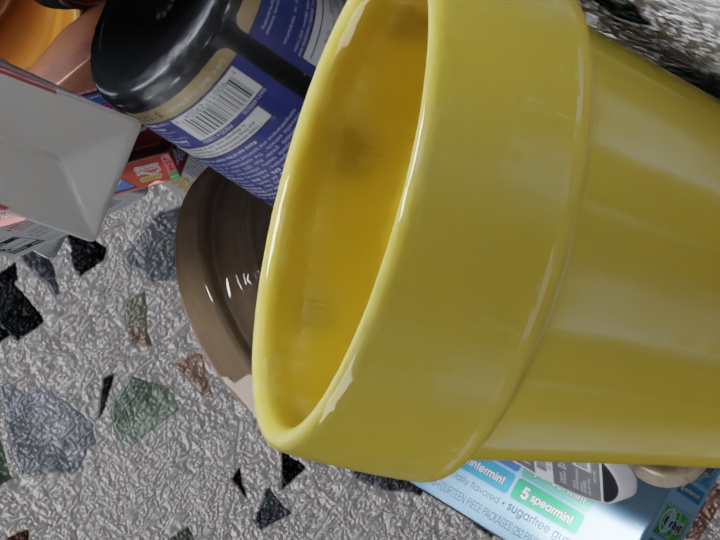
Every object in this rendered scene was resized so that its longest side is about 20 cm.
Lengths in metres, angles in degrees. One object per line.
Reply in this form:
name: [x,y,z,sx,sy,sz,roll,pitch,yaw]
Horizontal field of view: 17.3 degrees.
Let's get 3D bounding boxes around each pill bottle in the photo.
pill bottle: [-0.031,-0.089,1.220,0.199,0.112,0.112,33,176,-33]

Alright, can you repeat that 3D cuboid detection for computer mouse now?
computer mouse: [0.059,0.055,1.205,0.199,0.044,0.110,26,155,19]

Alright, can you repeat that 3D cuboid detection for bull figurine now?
bull figurine: [-0.129,-0.124,1.358,0.065,0.199,0.121,61,-161,5]

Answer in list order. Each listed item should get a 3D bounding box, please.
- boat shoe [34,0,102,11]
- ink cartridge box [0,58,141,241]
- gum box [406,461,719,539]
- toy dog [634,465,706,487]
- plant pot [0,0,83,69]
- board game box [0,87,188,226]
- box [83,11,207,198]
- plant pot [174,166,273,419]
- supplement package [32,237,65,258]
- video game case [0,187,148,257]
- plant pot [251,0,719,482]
boat shoe: [-0.158,-0.184,1.327,0.062,0.071,0.200,33,172,11]
ink cartridge box: [-0.212,-0.083,1.195,0.116,0.068,0.200,20,-178,-37]
gum box: [0.128,0.059,1.285,0.169,0.201,0.044,27,177,38]
toy dog: [0.147,0.005,1.197,0.201,0.096,0.132,65,167,4]
plant pot: [-0.276,-0.185,1.517,0.199,0.201,0.183,31,-167,-15]
board game box: [-0.180,-0.059,1.282,0.103,0.198,0.020,-78,-31,-54]
box: [-0.108,-0.110,1.574,0.199,0.048,0.159,32,-151,-39]
plant pot: [0.000,0.000,1.347,0.200,0.202,0.092,31,137,-27]
supplement package: [-0.252,-0.142,1.700,0.190,0.201,0.147,31,178,-6]
video game case: [-0.255,-0.046,1.476,0.181,0.024,0.200,8,165,-31]
plant pot: [0.076,-0.006,0.915,0.187,0.202,0.201,15,-179,-14]
